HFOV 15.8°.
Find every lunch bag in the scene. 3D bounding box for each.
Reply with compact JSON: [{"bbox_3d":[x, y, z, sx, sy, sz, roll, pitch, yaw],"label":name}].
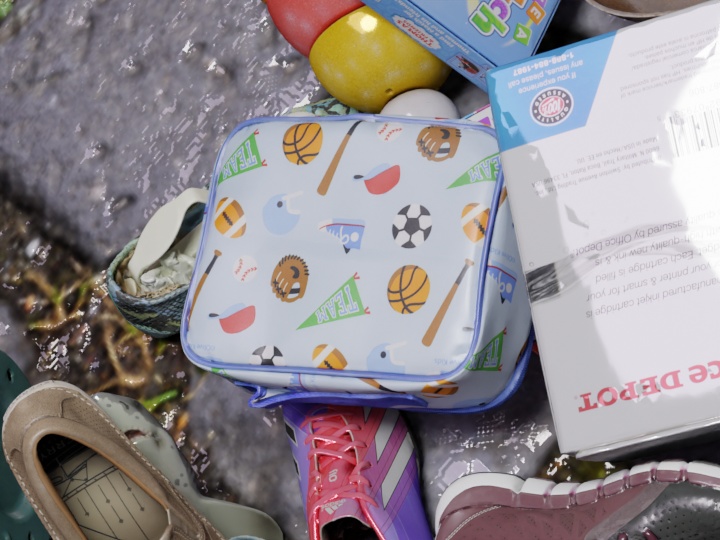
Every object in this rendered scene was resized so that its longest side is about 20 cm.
[{"bbox_3d":[0.000,0.000,1.377,0.199,0.076,0.161,2,76,33],"label":"lunch bag"}]

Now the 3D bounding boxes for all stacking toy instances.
[{"bbox_3d":[0.011,-0.139,1.469,0.146,0.146,0.200,-28,71,19],"label":"stacking toy"}]

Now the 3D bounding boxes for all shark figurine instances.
[{"bbox_3d":[-0.130,0.173,1.445,0.215,0.128,0.089,-69,25,9],"label":"shark figurine"}]

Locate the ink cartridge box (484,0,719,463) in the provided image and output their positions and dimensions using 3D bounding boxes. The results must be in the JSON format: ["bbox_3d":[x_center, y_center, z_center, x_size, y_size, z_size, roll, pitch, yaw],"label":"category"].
[{"bbox_3d":[0.157,-0.017,1.276,0.144,0.084,0.201,-15,77,22],"label":"ink cartridge box"}]

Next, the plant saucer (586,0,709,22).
[{"bbox_3d":[0.204,-0.197,1.382,0.200,0.032,0.200,-27,33,19],"label":"plant saucer"}]

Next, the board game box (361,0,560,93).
[{"bbox_3d":[0.033,-0.213,1.419,0.037,0.200,0.152,-22,37,61],"label":"board game box"}]

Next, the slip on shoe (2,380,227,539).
[{"bbox_3d":[-0.113,0.144,1.359,0.076,0.200,0.061,-35,16,-4],"label":"slip on shoe"}]

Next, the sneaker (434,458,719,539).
[{"bbox_3d":[0.109,0.158,1.264,0.200,0.076,0.116,-8,41,39],"label":"sneaker"}]

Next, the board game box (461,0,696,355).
[{"bbox_3d":[0.162,-0.058,1.371,0.200,0.040,0.153,-27,56,20],"label":"board game box"}]

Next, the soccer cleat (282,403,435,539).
[{"bbox_3d":[-0.003,0.119,1.373,0.068,0.073,0.200,-32,55,16],"label":"soccer cleat"}]

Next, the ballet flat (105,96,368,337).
[{"bbox_3d":[-0.067,-0.039,1.493,0.200,0.074,0.074,-44,52,7],"label":"ballet flat"}]

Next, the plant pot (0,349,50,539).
[{"bbox_3d":[-0.269,0.120,1.475,0.160,0.201,0.201,-12,61,16],"label":"plant pot"}]

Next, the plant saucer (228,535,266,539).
[{"bbox_3d":[-0.003,0.213,1.284,0.039,0.201,0.201,-27,46,-25],"label":"plant saucer"}]
